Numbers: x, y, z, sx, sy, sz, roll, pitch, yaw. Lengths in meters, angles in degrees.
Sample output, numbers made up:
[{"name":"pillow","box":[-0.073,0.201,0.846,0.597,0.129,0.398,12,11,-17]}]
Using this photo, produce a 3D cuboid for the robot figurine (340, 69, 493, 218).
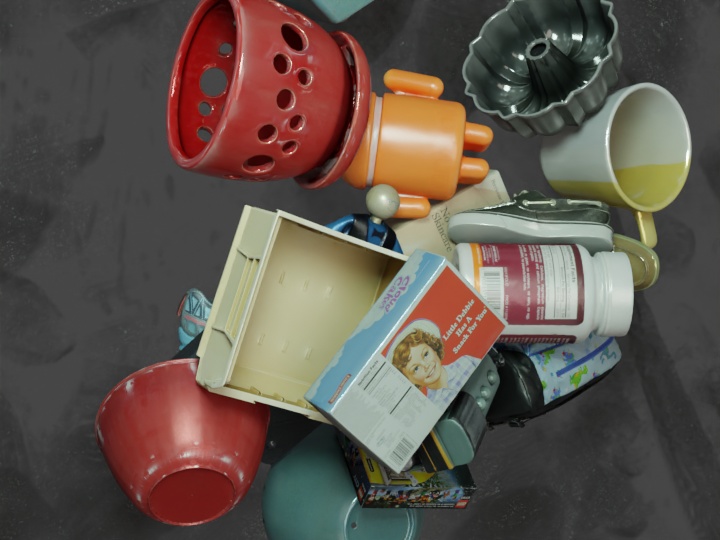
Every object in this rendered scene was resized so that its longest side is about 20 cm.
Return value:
[{"name":"robot figurine","box":[0.052,-0.147,1.610,0.197,0.117,0.146,7,124,0]}]

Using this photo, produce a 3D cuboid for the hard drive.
[{"name":"hard drive","box":[-0.134,0.139,1.570,0.135,0.043,0.199,-41,129,22]}]

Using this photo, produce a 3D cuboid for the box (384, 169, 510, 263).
[{"name":"box","box":[0.088,-0.038,1.670,0.199,0.078,0.096,-32,106,-16]}]

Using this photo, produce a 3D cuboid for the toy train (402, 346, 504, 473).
[{"name":"toy train","box":[0.095,0.151,1.550,0.086,0.113,0.200,64,31,-19]}]

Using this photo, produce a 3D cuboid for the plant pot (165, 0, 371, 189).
[{"name":"plant pot","box":[-0.096,-0.193,1.518,0.180,0.200,0.204,8,92,-28]}]

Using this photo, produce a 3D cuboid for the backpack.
[{"name":"backpack","box":[0.228,0.105,1.705,0.197,0.163,0.156,-8,84,-28]}]

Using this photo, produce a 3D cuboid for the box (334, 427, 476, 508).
[{"name":"box","box":[0.040,0.187,1.614,0.135,0.201,0.038,6,130,-25]}]

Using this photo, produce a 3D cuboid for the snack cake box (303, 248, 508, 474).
[{"name":"snack cake box","box":[0.048,0.093,1.443,0.115,0.067,0.201,43,79,-27]}]

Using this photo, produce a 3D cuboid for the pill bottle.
[{"name":"pill bottle","box":[0.206,0.026,1.593,0.197,0.114,0.116,1,95,-3]}]

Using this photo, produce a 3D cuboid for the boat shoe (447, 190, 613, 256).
[{"name":"boat shoe","box":[0.199,-0.057,1.632,0.197,0.071,0.065,4,63,-7]}]

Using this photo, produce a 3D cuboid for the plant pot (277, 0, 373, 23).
[{"name":"plant pot","box":[-0.045,-0.389,1.529,0.195,0.196,0.202,-36,117,-15]}]

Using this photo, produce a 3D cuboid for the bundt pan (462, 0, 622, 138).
[{"name":"bundt pan","box":[0.226,-0.241,1.654,0.203,0.201,0.076,-52,134,-9]}]

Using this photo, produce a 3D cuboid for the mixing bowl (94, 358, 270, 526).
[{"name":"mixing bowl","box":[-0.187,0.205,1.513,0.197,0.109,0.202,-8,133,-9]}]

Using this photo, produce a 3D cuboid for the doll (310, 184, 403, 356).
[{"name":"doll","box":[0.000,0.000,1.570,0.135,0.048,0.203,17,92,-31]}]

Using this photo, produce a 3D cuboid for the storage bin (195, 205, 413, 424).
[{"name":"storage bin","box":[-0.052,0.055,1.472,0.198,0.093,0.201,18,91,-30]}]

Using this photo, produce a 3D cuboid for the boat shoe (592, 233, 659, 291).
[{"name":"boat shoe","box":[0.262,-0.011,1.683,0.063,0.198,0.074,-25,125,-54]}]

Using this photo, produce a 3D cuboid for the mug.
[{"name":"mug","box":[0.295,-0.128,1.695,0.148,0.152,0.189,18,80,-35]}]

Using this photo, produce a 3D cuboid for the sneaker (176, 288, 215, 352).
[{"name":"sneaker","box":[-0.113,0.046,1.596,0.197,0.079,0.097,-6,96,-22]}]

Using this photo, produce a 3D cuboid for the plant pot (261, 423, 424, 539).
[{"name":"plant pot","box":[-0.002,0.284,1.635,0.197,0.134,0.204,-2,96,-22]}]
